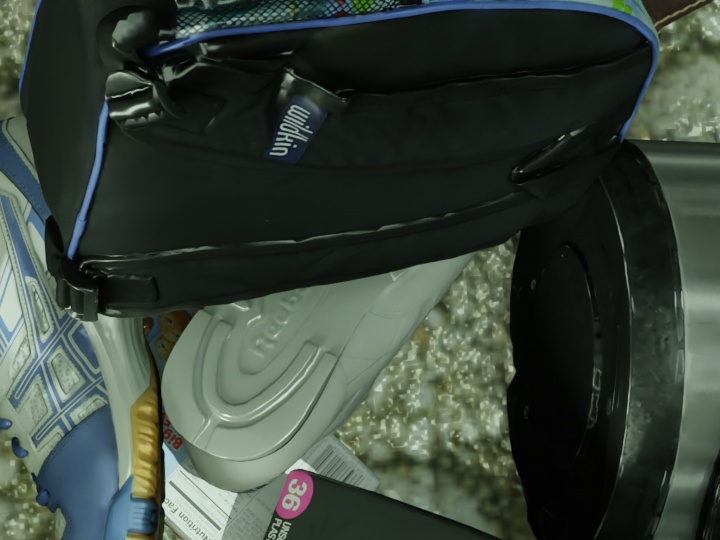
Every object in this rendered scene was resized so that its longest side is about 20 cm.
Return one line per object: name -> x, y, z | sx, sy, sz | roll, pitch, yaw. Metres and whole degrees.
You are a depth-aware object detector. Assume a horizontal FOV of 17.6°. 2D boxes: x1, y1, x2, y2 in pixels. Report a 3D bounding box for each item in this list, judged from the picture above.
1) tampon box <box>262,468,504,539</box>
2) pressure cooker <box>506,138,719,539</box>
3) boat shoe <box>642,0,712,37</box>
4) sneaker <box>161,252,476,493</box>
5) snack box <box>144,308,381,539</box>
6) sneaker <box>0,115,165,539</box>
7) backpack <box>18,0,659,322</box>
tampon box -> 0.053, 0.179, 0.847 | 0.126, 0.200, 0.150 | 28, 80, -43
pressure cooker -> 0.171, 0.034, 0.910 | 0.200, 0.176, 0.179 | 2, 80, -13
boat shoe -> 0.082, -0.100, 0.958 | 0.200, 0.072, 0.072 | -22, 123, -15
sneaker -> 0.000, 0.000, 0.903 | 0.076, 0.081, 0.200 | 38, 77, 21
snack box -> -0.087, 0.042, 0.928 | 0.200, 0.024, 0.072 | 44, 80, -8
sneaker -> -0.118, 0.039, 0.878 | 0.088, 0.075, 0.200 | -3, 79, -5
backpack -> -0.010, -0.086, 0.795 | 0.200, 0.183, 0.147 | -7, 65, -16
